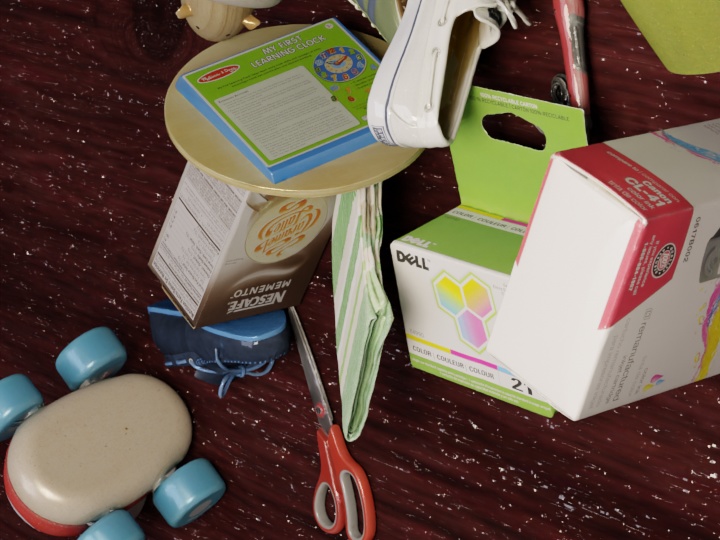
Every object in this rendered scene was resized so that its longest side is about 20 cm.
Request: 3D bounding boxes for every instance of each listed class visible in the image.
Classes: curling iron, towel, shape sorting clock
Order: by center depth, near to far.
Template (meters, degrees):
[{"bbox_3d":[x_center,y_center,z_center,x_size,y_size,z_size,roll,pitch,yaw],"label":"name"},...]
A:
[{"bbox_3d":[0.134,-0.183,1.497,0.049,0.025,0.201,2,100,48],"label":"curling iron"},{"bbox_3d":[-0.043,-0.117,1.588,0.200,0.199,0.039,45,148,33],"label":"shape sorting clock"},{"bbox_3d":[0.000,0.000,1.609,0.153,0.023,0.201,103,166,-50],"label":"towel"}]

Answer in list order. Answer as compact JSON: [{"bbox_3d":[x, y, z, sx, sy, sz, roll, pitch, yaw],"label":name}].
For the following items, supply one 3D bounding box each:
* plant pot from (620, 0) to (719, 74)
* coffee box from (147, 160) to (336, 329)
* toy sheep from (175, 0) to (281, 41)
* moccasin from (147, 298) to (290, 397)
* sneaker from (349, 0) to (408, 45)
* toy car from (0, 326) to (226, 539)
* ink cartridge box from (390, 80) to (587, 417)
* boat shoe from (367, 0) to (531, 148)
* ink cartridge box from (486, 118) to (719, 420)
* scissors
[{"bbox_3d":[0.205,-0.227,1.307,0.187,0.187,0.201,3,116,49],"label":"plant pot"},{"bbox_3d":[-0.077,-0.060,1.712,0.080,0.114,0.200,50,134,30],"label":"coffee box"},{"bbox_3d":[-0.091,-0.265,1.605,0.138,0.137,0.201,28,116,43],"label":"toy sheep"},{"bbox_3d":[-0.110,0.062,1.824,0.200,0.080,0.069,12,114,63],"label":"moccasin"},{"bbox_3d":[0.022,-0.215,1.600,0.090,0.067,0.201,-34,73,57],"label":"sneaker"},{"bbox_3d":[-0.247,0.190,1.947,0.185,0.177,0.200,51,147,13],"label":"toy car"},{"bbox_3d":[0.093,-0.019,1.514,0.147,0.076,0.201,18,128,46],"label":"ink cartridge box"},{"bbox_3d":[0.076,-0.176,1.494,0.086,0.075,0.203,11,72,34],"label":"boat shoe"},{"bbox_3d":[0.188,-0.006,1.341,0.086,0.199,0.148,39,127,36],"label":"ink cartridge box"},{"bbox_3d":[-0.023,0.124,1.773,0.073,0.014,0.201,-1,97,53],"label":"scissors"}]
